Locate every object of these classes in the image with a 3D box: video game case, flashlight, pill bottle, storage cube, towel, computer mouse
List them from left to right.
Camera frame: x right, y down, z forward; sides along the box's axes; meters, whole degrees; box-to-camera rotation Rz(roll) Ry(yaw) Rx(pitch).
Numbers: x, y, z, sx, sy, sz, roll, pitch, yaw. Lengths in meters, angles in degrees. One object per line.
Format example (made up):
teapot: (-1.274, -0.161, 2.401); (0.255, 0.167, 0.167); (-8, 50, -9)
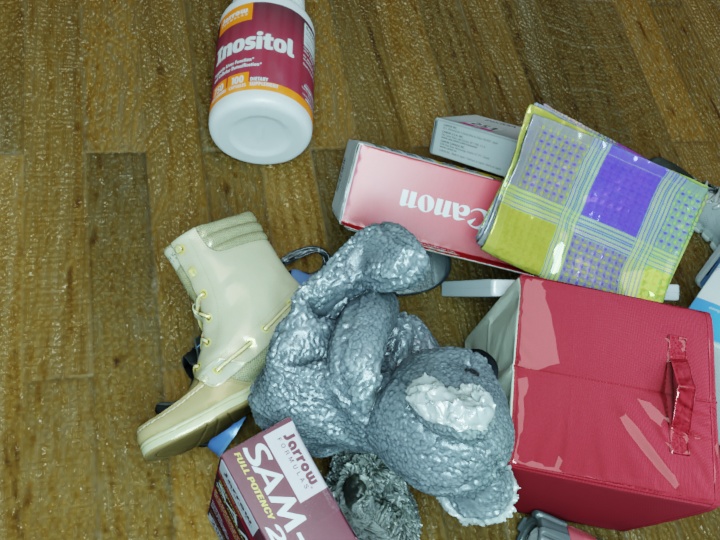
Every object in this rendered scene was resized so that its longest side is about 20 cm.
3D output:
pill bottle: (-0.107, -0.230, 0.892); (0.111, 0.113, 0.202); (5, 60, -12)
computer mouse: (0.000, 0.000, 0.847); (0.197, 0.034, 0.059); (-2, 83, -10)
video game case: (0.200, 0.021, 0.824); (0.197, 0.143, 0.018); (2, 88, -14)
storage cube: (0.197, 0.126, 0.730); (0.177, 0.200, 0.173); (11, 65, -4)
towel: (0.214, -0.050, 0.734); (0.198, 0.023, 0.145); (24, 91, -8)
flashlight: (0.236, 0.288, 0.731); (0.198, 0.068, 0.068); (26, 17, -4)

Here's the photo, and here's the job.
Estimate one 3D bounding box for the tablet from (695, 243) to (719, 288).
tablet: (0.508, 0.000, 0.921); (0.198, 0.131, 0.014); (19, 39, -4)

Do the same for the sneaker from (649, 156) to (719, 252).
sneaker: (0.439, -0.088, 0.956); (0.200, 0.116, 0.075); (44, 61, 11)

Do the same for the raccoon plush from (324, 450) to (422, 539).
raccoon plush: (0.029, 0.206, 0.730); (0.201, 0.096, 0.134); (53, 42, -18)

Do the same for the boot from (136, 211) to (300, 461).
boot: (-0.132, 0.050, 0.682); (0.199, 0.073, 0.156); (-34, 81, -24)

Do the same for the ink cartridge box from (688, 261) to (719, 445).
ink cartridge box: (0.403, 0.060, 0.840); (0.084, 0.146, 0.200); (24, 54, 33)

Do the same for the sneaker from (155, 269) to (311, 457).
sneaker: (-0.115, 0.070, 0.752); (0.077, 0.070, 0.201); (30, 59, -4)

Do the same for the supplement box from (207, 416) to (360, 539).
supplement box: (-0.065, 0.201, 0.617); (0.060, 0.201, 0.109); (-25, 70, -25)

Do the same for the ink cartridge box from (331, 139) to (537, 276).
ink cartridge box: (0.079, -0.067, 0.810); (0.197, 0.176, 0.085); (13, 99, -8)

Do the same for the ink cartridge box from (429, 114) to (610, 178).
ink cartridge box: (0.202, -0.126, 0.867); (0.199, 0.044, 0.173); (24, 25, 31)

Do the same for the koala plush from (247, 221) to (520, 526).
koala plush: (0.035, 0.100, 0.609); (0.183, 0.178, 0.199); (-39, 49, -22)
